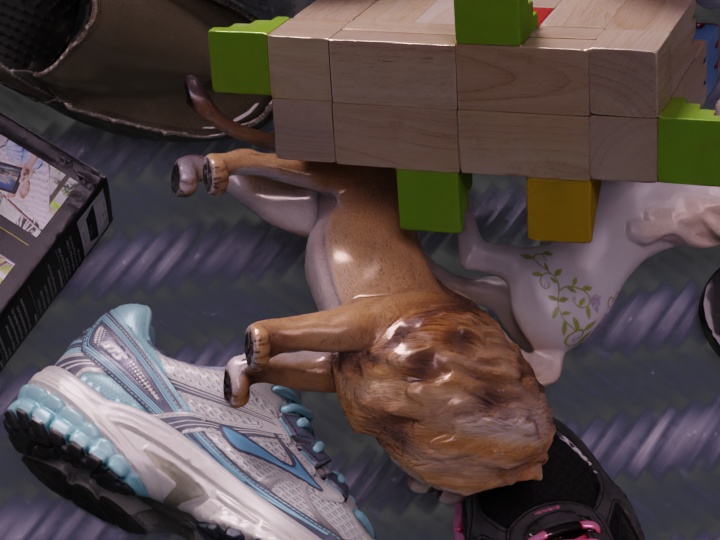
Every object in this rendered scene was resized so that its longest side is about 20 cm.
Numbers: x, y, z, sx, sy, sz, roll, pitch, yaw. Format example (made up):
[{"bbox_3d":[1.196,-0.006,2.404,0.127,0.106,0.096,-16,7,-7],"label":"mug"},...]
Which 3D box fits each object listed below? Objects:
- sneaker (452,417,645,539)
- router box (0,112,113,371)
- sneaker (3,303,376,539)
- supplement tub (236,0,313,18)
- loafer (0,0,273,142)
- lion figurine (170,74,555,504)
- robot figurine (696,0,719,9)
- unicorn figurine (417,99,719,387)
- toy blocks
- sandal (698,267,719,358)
[{"bbox_3d":[0.091,0.139,0.707,0.079,0.095,0.201,-14,68,-9],"label":"sneaker"},{"bbox_3d":[-0.228,-0.025,0.770,0.200,0.051,0.149,32,69,8],"label":"router box"},{"bbox_3d":[-0.038,0.078,0.732,0.200,0.078,0.086,30,64,8],"label":"sneaker"},{"bbox_3d":[-0.092,-0.200,0.783,0.200,0.123,0.123,25,66,0],"label":"supplement tub"},{"bbox_3d":[-0.117,-0.095,0.771,0.199,0.070,0.075,11,99,-25],"label":"loafer"},{"bbox_3d":[0.000,0.000,0.734,0.122,0.073,0.200,-3,59,-20],"label":"lion figurine"},{"bbox_3d":[0.157,-0.187,0.728,0.199,0.170,0.113,-19,32,-12],"label":"robot figurine"},{"bbox_3d":[0.104,-0.029,0.799,0.137,0.074,0.200,35,87,13],"label":"unicorn figurine"},{"bbox_3d":[0.059,-0.086,0.739,0.199,0.100,0.137,5,24,19],"label":"toy blocks"},{"bbox_3d":[0.243,-0.012,0.814,0.200,0.045,0.075,-25,70,-15],"label":"sandal"}]
